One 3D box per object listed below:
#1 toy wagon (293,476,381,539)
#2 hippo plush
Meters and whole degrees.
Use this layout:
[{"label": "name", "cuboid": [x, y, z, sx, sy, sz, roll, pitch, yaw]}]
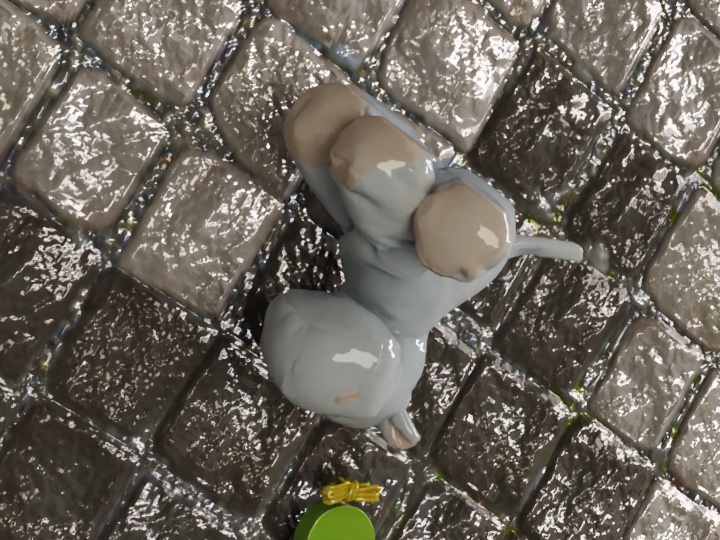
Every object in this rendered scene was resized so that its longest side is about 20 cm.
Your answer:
[{"label": "toy wagon", "cuboid": [-0.021, 0.219, 1.236, 0.154, 0.039, 0.202, 3, 95, -32]}, {"label": "hippo plush", "cuboid": [0.000, 0.000, 1.179, 0.161, 0.159, 0.200, -54, 164, 7]}]
